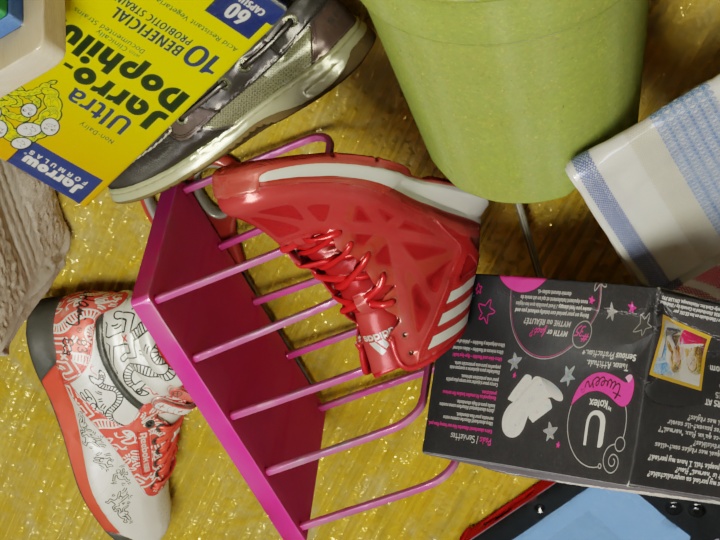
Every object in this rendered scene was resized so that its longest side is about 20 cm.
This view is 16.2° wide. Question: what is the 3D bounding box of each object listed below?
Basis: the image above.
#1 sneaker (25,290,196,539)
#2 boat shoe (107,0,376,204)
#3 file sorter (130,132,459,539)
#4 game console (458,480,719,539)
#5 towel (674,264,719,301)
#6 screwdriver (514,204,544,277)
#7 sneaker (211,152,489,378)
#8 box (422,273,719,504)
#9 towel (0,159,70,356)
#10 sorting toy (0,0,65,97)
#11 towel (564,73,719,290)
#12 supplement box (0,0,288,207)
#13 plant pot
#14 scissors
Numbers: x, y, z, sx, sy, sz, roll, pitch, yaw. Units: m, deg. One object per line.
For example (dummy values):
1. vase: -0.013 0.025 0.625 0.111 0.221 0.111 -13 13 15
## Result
1. sneaker: -0.138 0.100 1.680 0.108 0.067 0.202 -8 119 23
2. boat shoe: -0.083 -0.109 1.520 0.200 0.073 0.065 -31 105 23
3. file sorter: -0.030 0.037 1.554 0.125 0.139 0.200 -21 119 18
4. game console: 0.177 0.199 1.684 0.177 0.031 0.200 42 125 -15
5. towel: 0.252 0.043 1.554 0.146 0.030 0.200 31 126 -8
6. screwdriver: 0.113 0.002 1.564 0.029 0.028 0.200 18 135 40
7. sneaker: 0.000 0.000 1.422 0.200 0.116 0.078 7 171 -42
8. box: 0.148 0.071 1.467 0.132 0.115 0.200 12 176 -33
9. towel: -0.237 -0.055 1.556 0.034 0.133 0.200 -4 124 23
10. sorting toy: -0.264 -0.172 1.433 0.199 0.200 0.070 -26 143 29
11. towel: 0.219 -0.071 1.411 0.200 0.024 0.147 -32 142 8
12. supplement box: -0.141 -0.151 1.463 0.109 0.110 0.200 31 128 -25
13. plant pot: 0.085 -0.144 1.389 0.200 0.200 0.190 1 138 15
14. scissors: -0.087 0.004 1.633 0.073 0.014 0.200 -8 123 17
